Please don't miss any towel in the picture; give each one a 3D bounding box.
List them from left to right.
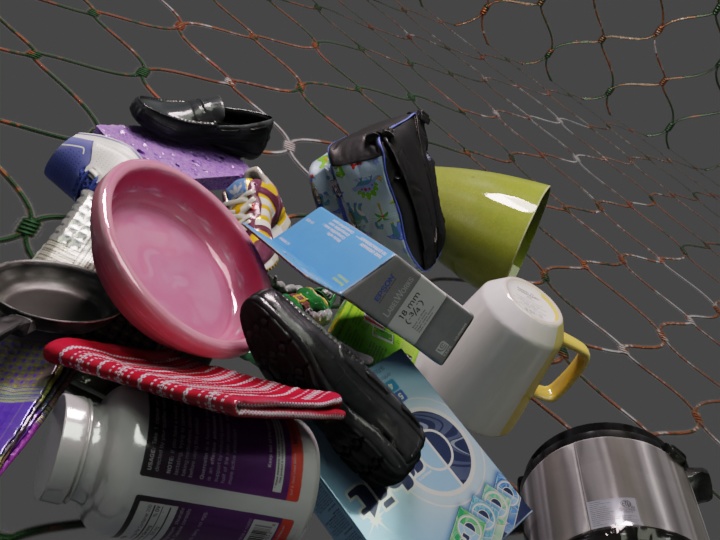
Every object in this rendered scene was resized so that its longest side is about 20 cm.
[{"bbox_3d":[-0.304,0.097,0.607,0.142,0.023,0.200,11,30,2],"label":"towel"},{"bbox_3d":[-0.222,0.037,0.780,0.192,0.035,0.201,30,47,-10],"label":"towel"},{"bbox_3d":[-0.127,0.083,0.641,0.199,0.023,0.144,9,-4,32],"label":"towel"}]

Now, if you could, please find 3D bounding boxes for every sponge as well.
[{"bbox_3d":[-0.241,-0.146,1.087,0.112,0.030,0.199,46,30,20],"label":"sponge"}]

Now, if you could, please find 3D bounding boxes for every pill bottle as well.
[{"bbox_3d":[-0.138,0.152,0.642,0.199,0.113,0.113,18,32,-26],"label":"pill bottle"}]

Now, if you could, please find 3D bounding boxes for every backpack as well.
[{"bbox_3d":[0.030,-0.094,1.137,0.183,0.146,0.201,-43,118,-59],"label":"backpack"}]

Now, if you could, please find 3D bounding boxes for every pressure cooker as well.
[{"bbox_3d":[0.246,0.248,0.813,0.175,0.179,0.200,24,30,-10],"label":"pressure cooker"}]

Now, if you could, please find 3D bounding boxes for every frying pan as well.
[{"bbox_3d":[-0.245,0.037,0.666,0.114,0.031,0.190,11,21,-20],"label":"frying pan"}]

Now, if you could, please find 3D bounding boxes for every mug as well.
[{"bbox_3d":[0.176,0.090,1.014,0.186,0.154,0.150,-6,46,-50],"label":"mug"}]

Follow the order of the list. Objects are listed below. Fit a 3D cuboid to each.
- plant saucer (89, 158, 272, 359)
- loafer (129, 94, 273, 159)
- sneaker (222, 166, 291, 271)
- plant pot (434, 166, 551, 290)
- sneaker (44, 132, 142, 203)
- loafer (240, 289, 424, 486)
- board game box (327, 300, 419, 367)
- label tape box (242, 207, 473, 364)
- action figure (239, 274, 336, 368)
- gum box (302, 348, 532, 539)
[{"bbox_3d":[-0.163,-0.004,0.748,0.200,0.051,0.201,42,28,-28],"label":"plant saucer"},{"bbox_3d":[-0.206,-0.203,1.106,0.200,0.071,0.068,9,36,-39],"label":"loafer"},{"bbox_3d":[-0.136,-0.055,0.973,0.200,0.074,0.091,-85,154,-66],"label":"sneaker"},{"bbox_3d":[0.157,-0.077,1.255,0.199,0.188,0.187,24,26,13],"label":"plant pot"},{"bbox_3d":[-0.255,-0.065,0.895,0.199,0.081,0.115,33,26,-4],"label":"sneaker"},{"bbox_3d":[-0.022,0.093,0.714,0.201,0.068,0.070,49,45,-3],"label":"loafer"},{"bbox_3d":[0.002,0.104,0.908,0.101,0.048,0.200,32,33,-3],"label":"board game box"},{"bbox_3d":[0.000,0.000,0.821,0.200,0.063,0.144,35,0,-40],"label":"label tape box"},{"bbox_3d":[-0.086,0.045,0.929,0.118,0.055,0.200,40,25,18],"label":"action figure"},{"bbox_3d":[0.038,0.190,0.766,0.169,0.045,0.200,-25,70,-42],"label":"gum box"}]
